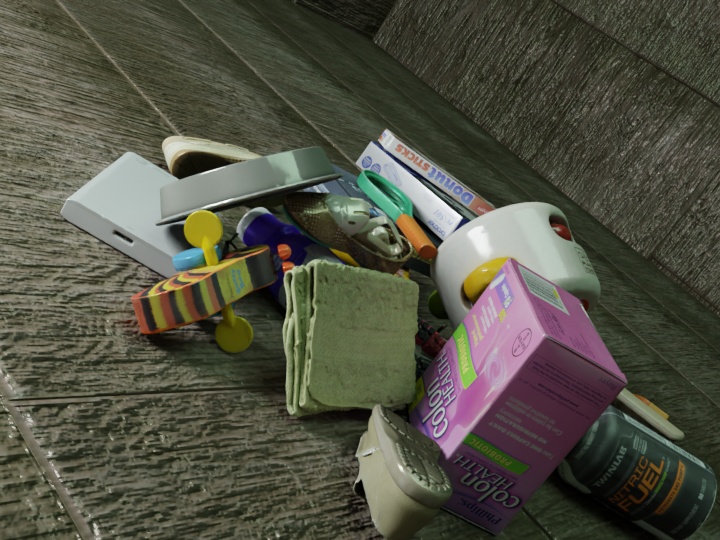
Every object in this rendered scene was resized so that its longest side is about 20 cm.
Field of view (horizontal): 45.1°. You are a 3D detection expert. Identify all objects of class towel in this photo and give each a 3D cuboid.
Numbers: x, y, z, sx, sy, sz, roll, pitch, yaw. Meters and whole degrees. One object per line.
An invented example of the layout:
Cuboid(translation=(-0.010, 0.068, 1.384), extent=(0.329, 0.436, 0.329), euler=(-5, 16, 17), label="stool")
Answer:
Cuboid(translation=(-0.006, 0.068, 0.865), extent=(0.036, 0.149, 0.200), euler=(0, -4, 38), label="towel")

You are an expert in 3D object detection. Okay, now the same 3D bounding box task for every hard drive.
Cuboid(translation=(-0.234, -0.066, 0.962), extent=(0.132, 0.026, 0.200), euler=(31, 20, -9), label="hard drive")

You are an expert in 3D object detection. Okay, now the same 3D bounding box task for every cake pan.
Cuboid(translation=(-0.118, -0.088, 0.897), extent=(0.200, 0.200, 0.037), euler=(-26, 102, -68), label="cake pan")

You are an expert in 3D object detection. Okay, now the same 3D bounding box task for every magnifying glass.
Cuboid(translation=(0.050, -0.074, 1.107), extent=(0.079, 0.022, 0.200), euler=(25, 22, -32), label="magnifying glass")

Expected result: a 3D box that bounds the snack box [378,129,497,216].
Cuboid(translation=(0.115, -0.134, 1.254), extent=(0.200, 0.024, 0.072), euler=(33, 10, -16), label="snack box")

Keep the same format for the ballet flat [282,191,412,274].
Cuboid(translation=(-0.006, -0.050, 0.978), extent=(0.200, 0.065, 0.071), euler=(28, 36, -52), label="ballet flat")

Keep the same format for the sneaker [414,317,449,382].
Cuboid(translation=(0.095, 0.109, 1.008), extent=(0.200, 0.081, 0.075), euler=(36, -12, -17), label="sneaker")

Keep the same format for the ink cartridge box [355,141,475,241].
Cuboid(translation=(0.089, -0.103, 1.230), extent=(0.200, 0.044, 0.094), euler=(44, 15, 34), label="ink cartridge box")

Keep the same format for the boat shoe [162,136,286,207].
Cuboid(translation=(-0.172, -0.138, 1.172), extent=(0.200, 0.072, 0.065), euler=(10, 31, -39), label="boat shoe")

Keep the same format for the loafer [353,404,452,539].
Cuboid(translation=(0.028, 0.173, 0.756), extent=(0.076, 0.068, 0.200), euler=(35, 3, -3), label="loafer")

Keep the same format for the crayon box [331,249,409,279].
Cuboid(translation=(0.000, 0.000, 1.130), extent=(0.119, 0.058, 0.200), euler=(32, 18, -8), label="crayon box")

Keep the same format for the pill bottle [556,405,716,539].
Cuboid(translation=(0.303, 0.225, 1.016), extent=(0.200, 0.106, 0.106), euler=(31, 19, -7), label="pill bottle")

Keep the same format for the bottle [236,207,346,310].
Cuboid(translation=(-0.063, 0.006, 0.978), extent=(0.200, 0.084, 0.065), euler=(45, 22, 25), label="bottle")

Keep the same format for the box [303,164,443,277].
Cuboid(translation=(0.031, -0.067, 1.176), extent=(0.200, 0.051, 0.158), euler=(23, 18, -37), label="box")

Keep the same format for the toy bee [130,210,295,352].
Cuboid(translation=(-0.125, -0.002, 0.828), extent=(0.200, 0.108, 0.131), euler=(-71, 144, -49), label="toy bee")

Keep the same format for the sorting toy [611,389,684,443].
Cuboid(translation=(0.315, 0.170, 1.135), extent=(0.185, 0.036, 0.200), euler=(38, -15, 12), label="sorting toy")

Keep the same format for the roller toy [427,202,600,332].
Cuboid(translation=(0.189, 0.017, 1.050), extent=(0.182, 0.200, 0.140), euler=(-14, 64, -15), label="roller toy")

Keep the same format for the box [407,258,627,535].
Cuboid(translation=(0.143, 0.119, 0.862), extent=(0.097, 0.200, 0.176), euler=(29, 20, -13), label="box")
